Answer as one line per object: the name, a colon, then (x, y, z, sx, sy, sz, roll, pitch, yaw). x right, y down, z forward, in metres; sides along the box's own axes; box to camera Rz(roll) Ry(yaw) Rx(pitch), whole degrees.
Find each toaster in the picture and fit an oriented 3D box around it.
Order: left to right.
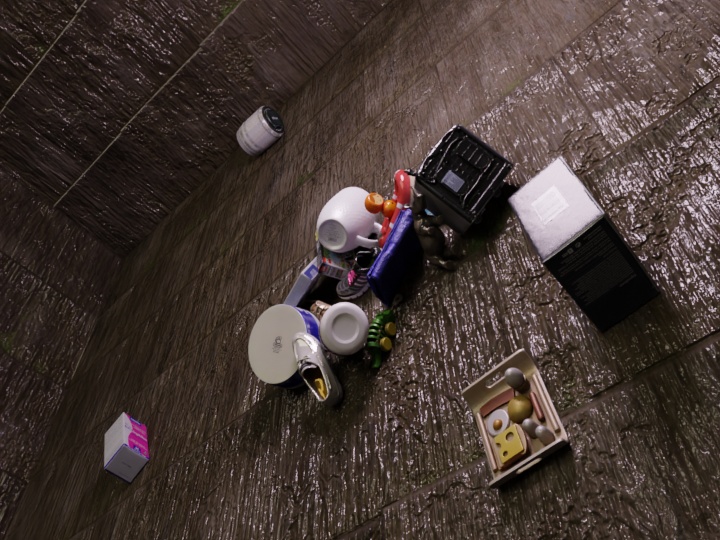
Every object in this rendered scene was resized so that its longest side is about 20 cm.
toaster: (0.222, -0.210, 1.510, 0.182, 0.198, 0.119, -51, -10, -15)

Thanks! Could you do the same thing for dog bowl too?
dog bowl: (-0.189, 0.192, 1.678, 0.195, 0.078, 0.207, -10, 70, 30)

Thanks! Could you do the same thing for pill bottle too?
pill bottle: (-0.042, 0.138, 1.526, 0.114, 0.111, 0.200, -54, 0, -9)

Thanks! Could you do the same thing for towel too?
towel: (0.083, -0.033, 1.572, 0.048, 0.149, 0.203, 22, 69, 23)

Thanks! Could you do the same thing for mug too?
mug: (-0.021, -0.118, 1.796, 0.176, 0.195, 0.151, -48, -22, -58)

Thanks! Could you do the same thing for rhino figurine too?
rhino figurine: (0.154, -0.097, 1.502, 0.059, 0.204, 0.087, -30, 10, -19)

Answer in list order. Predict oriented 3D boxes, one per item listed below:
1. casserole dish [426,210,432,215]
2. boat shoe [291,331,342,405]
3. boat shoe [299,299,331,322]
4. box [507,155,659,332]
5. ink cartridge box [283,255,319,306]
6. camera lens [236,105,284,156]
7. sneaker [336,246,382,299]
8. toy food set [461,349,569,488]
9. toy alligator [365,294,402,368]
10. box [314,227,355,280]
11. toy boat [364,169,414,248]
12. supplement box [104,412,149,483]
casserole dish: (0.196, -0.169, 1.673, 0.197, 0.039, 0.123, -29, 34, 37)
boat shoe: (-0.113, 0.223, 1.532, 0.071, 0.069, 0.203, -40, 61, 16)
boat shoe: (-0.103, 0.120, 1.733, 0.198, 0.072, 0.077, 4, 58, 57)
box: (0.368, -0.046, 1.106, 0.123, 0.196, 0.202, -39, 30, 19)
ink cartridge box: (-0.165, 0.059, 1.834, 0.202, 0.040, 0.200, -56, -1, 25)
camera lens: (-0.465, -0.654, 3.091, 0.198, 0.159, 0.163, -32, 32, 29)
sneaker: (0.000, 0.000, 1.699, 0.197, 0.087, 0.075, -32, 41, 30)
toy food set: (0.245, 0.241, 1.090, 0.143, 0.060, 0.202, -39, 30, 20)
toy alligator: (0.048, 0.126, 1.522, 0.058, 0.054, 0.204, -17, 43, 44)
box: (-0.070, -0.048, 1.841, 0.202, 0.107, 0.035, -101, 33, -55)
toy boat: (0.071, -0.160, 1.685, 0.131, 0.127, 0.205, -104, 34, -73)
supplement box: (-0.754, 0.567, 2.127, 0.104, 0.101, 0.200, -49, 28, 0)
